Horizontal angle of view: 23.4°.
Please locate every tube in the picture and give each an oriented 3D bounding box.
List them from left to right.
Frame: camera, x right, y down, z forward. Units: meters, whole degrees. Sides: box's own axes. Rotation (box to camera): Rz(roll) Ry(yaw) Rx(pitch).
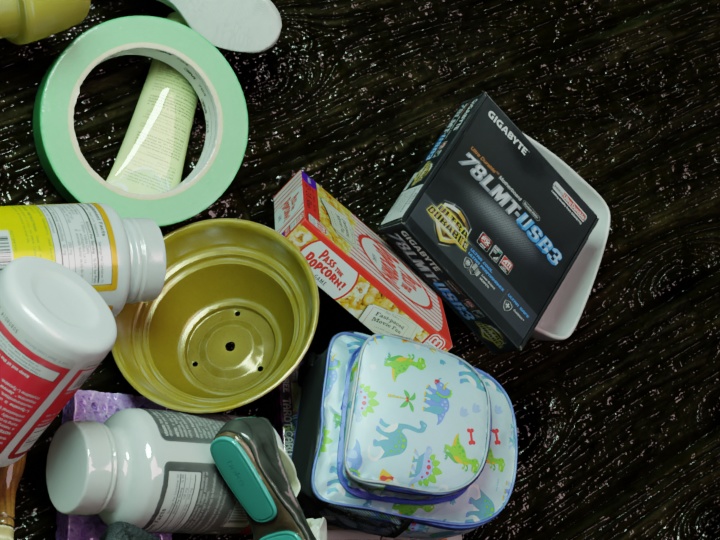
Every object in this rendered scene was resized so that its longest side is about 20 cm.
[{"bbox_3d":[-0.193,-0.155,1.711,0.052,0.058,0.200,51,49,-65],"label":"tube"}]

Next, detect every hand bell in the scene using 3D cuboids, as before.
[{"bbox_3d":[-0.315,0.216,1.531,0.104,0.104,0.200,19,56,-32],"label":"hand bell"}]

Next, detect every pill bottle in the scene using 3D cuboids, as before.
[{"bbox_3d":[-0.305,0.093,1.473,0.112,0.200,0.112,35,22,-16],"label":"pill bottle"},{"bbox_3d":[-0.280,-0.005,1.560,0.200,0.109,0.109,-3,82,-29],"label":"pill bottle"},{"bbox_3d":[-0.175,0.181,1.571,0.200,0.111,0.111,8,76,-36],"label":"pill bottle"}]

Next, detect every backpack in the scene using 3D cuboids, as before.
[{"bbox_3d":[0.048,0.159,1.625,0.200,0.147,0.183,15,67,-18],"label":"backpack"}]

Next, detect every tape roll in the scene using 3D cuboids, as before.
[{"bbox_3d":[-0.209,-0.139,1.656,0.200,0.048,0.201,1,89,-20],"label":"tape roll"}]

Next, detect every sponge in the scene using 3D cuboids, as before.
[{"bbox_3d":[-0.226,0.215,1.615,0.111,0.030,0.200,10,74,-34],"label":"sponge"}]

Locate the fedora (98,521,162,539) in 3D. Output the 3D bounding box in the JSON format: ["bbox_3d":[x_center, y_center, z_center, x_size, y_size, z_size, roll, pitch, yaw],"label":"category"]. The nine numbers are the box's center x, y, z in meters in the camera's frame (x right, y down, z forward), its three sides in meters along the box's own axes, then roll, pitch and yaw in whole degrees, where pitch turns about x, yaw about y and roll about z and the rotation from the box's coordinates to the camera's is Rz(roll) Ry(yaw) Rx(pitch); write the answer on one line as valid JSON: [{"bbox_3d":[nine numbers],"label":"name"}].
[{"bbox_3d":[-0.207,0.273,1.492,0.092,0.201,0.201,47,56,-3],"label":"fedora"}]

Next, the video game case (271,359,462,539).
[{"bbox_3d":[0.005,0.187,1.701,0.181,0.036,0.200,4,69,-20],"label":"video game case"}]

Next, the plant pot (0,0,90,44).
[{"bbox_3d":[-0.365,-0.279,1.529,0.189,0.201,0.201,-25,96,-21],"label":"plant pot"}]

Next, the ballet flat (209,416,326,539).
[{"bbox_3d":[-0.066,0.219,1.540,0.068,0.068,0.200,-29,102,-50],"label":"ballet flat"}]

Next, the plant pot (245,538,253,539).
[{"bbox_3d":[-0.101,0.356,1.601,0.186,0.186,0.200,-9,72,-37],"label":"plant pot"}]

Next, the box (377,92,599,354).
[{"bbox_3d":[0.139,-0.050,1.839,0.200,0.050,0.199,47,59,-19],"label":"box"}]

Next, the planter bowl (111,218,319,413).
[{"bbox_3d":[-0.131,0.057,1.646,0.083,0.200,0.201,72,33,-62],"label":"planter bowl"}]

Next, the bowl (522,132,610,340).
[{"bbox_3d":[0.169,-0.035,1.930,0.200,0.075,0.200,36,61,-26],"label":"bowl"}]

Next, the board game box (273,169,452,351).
[{"bbox_3d":[0.000,0.000,1.750,0.200,0.152,0.046,40,104,-18],"label":"board game box"}]

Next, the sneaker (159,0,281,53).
[{"bbox_3d":[-0.163,-0.279,1.700,0.200,0.075,0.089,26,22,1],"label":"sneaker"}]
